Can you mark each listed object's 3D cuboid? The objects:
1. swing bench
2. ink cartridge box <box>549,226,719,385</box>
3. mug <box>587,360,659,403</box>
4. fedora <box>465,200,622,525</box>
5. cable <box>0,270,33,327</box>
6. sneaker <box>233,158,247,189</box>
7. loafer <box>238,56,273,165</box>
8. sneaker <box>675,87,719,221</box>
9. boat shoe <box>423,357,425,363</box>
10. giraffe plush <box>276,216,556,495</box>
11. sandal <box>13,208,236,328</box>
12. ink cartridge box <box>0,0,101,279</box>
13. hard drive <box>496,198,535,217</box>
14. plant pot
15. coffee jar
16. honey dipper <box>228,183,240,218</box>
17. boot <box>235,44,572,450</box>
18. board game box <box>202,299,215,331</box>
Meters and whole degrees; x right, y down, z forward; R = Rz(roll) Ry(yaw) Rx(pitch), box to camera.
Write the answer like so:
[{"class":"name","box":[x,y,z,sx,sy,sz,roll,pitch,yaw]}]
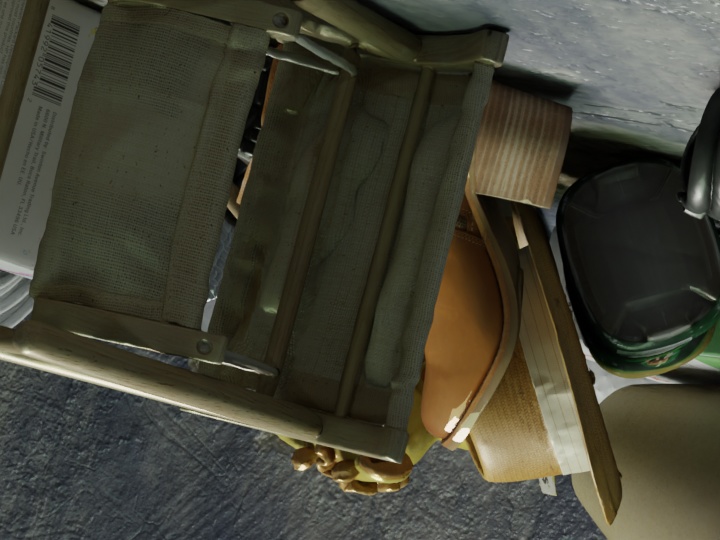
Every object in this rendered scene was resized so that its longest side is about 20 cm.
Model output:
[{"class":"swing bench","box":[-0.062,-0.037,0.955,0.200,0.199,0.130,19,173,-31]},{"class":"ink cartridge box","box":[0.232,0.030,1.405,0.145,0.084,0.200,19,172,-38]},{"class":"mug","box":[0.206,0.071,1.670,0.175,0.148,0.200,22,143,-2]},{"class":"fedora","box":[0.087,0.056,1.202,0.082,0.201,0.201,-17,170,4]},{"class":"cable","box":[-0.249,-0.055,1.212,0.200,0.201,0.069,13,-179,-44]},{"class":"sneaker","box":[-0.003,-0.051,1.225,0.072,0.083,0.200,19,172,-43]},{"class":"loafer","box":[-0.008,-0.060,1.144,0.200,0.073,0.071,38,-176,-5]},{"class":"sneaker","box":[0.203,-0.036,0.990,0.099,0.071,0.200,14,168,21]},{"class":"boat shoe","box":[0.000,-0.001,1.265,0.066,0.201,0.072,-22,123,13]},{"class":"giraffe plush","box":[0.027,0.069,1.333,0.162,0.200,0.173,-16,170,-30]},{"class":"sandal","box":[-0.153,-0.012,1.302,0.200,0.076,0.043,-8,-156,25]},{"class":"ink cartridge box","box":[-0.173,-0.069,1.163,0.085,0.145,0.200,8,171,43]},{"class":"hard drive","box":[0.063,-0.034,1.489,0.132,0.027,0.200,13,173,11]},{"class":"plant pot","box":[0.236,0.149,1.374,0.187,0.188,0.200,20,-177,-44]},{"class":"coffee jar","box":[0.161,0.004,1.229,0.085,0.105,0.200,-18,171,4]},{"class":"honey dipper","box":[-0.075,-0.042,1.228,0.038,0.038,0.200,21,-157,-48]},{"class":"boot","box":[0.011,-0.015,1.083,0.154,0.200,0.074,13,-162,0]},{"class":"board game box","box":[-0.110,0.007,1.466,0.147,0.064,0.200,16,-176,23]}]
